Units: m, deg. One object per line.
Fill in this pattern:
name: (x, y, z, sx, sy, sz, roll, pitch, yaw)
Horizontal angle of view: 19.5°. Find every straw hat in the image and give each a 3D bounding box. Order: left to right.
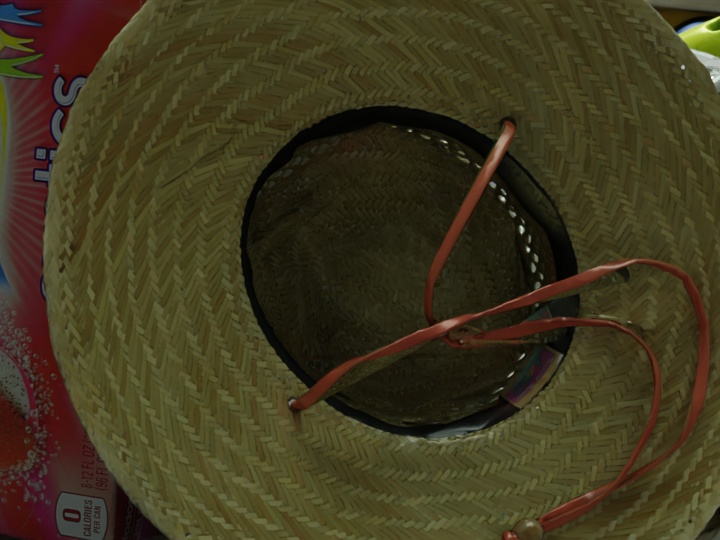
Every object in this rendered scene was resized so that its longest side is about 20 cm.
straw hat: (0.010, 0.001, 0.578, 0.200, 0.202, 0.085, 4, 0, -9)

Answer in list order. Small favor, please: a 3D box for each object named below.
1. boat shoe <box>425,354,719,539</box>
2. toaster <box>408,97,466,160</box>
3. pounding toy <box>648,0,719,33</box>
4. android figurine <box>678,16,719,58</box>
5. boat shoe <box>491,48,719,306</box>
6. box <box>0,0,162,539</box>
boat shoe: (0.106, 0.059, 0.644, 0.199, 0.071, 0.070, 3, 40, -21)
toaster: (-0.060, -0.012, 0.737, 0.199, 0.130, 0.114, 1, 7, 4)
pounding toy: (0.141, -0.069, 1.181, 0.199, 0.185, 0.142, 8, -3, 19)
android figurine: (0.181, -0.027, 0.911, 0.199, 0.182, 0.041, -24, 24, 25)
boat shoe: (0.079, 0.000, 0.696, 0.086, 0.075, 0.202, 11, 48, 43)
box: (-0.087, -0.028, 0.614, 0.099, 0.201, 0.095, 8, 8, 21)
